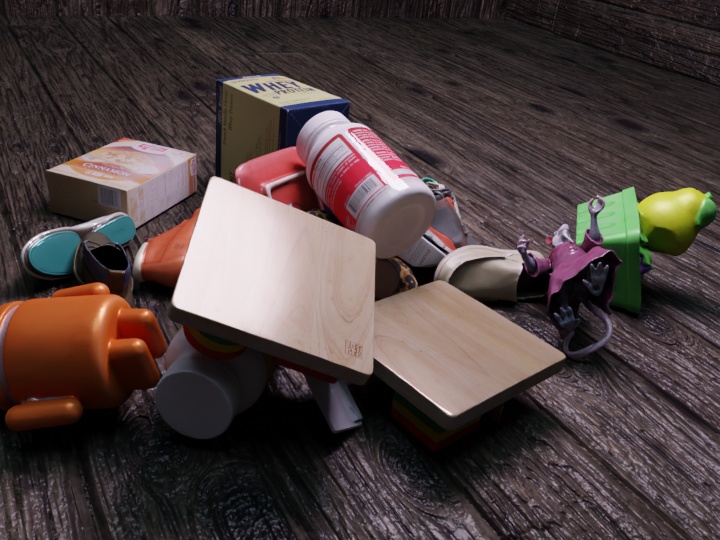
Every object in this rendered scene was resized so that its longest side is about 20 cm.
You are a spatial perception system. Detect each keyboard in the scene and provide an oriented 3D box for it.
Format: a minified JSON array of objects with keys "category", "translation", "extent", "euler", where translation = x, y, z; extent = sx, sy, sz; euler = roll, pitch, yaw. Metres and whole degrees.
[{"category":"keyboard","translation":[-0.058,0.084,0.805],"extent":[0.056,0.011,0.201],"euler":[-2,57,-53]}]

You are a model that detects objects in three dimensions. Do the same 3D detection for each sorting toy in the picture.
[{"category":"sorting toy","translation":[0.093,0.106,0.844],"extent":[0.197,0.070,0.199],"euler":[-16,36,-39]},{"category":"sorting toy","translation":[-0.088,0.021,0.754],"extent":[0.197,0.070,0.201],"euler":[21,39,-16]}]

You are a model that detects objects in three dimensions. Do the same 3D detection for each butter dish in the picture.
[{"category":"butter dish","translation":[-0.139,-0.051,1.016],"extent":[0.146,0.202,0.199],"euler":[-10,13,26]}]

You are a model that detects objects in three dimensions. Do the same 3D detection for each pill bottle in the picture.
[{"category":"pill bottle","translation":[0.000,-0.119,0.957],"extent":[0.111,0.113,0.200],"euler":[-14,50,-34]},{"category":"pill bottle","translation":[-0.145,0.086,0.798],"extent":[0.110,0.112,0.200],"euler":[10,29,7]}]

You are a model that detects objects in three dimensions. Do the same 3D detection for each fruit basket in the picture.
[{"category":"fruit basket","translation":[0.430,-0.045,1.113],"extent":[0.213,0.157,0.216],"euler":[-8,24,4]}]

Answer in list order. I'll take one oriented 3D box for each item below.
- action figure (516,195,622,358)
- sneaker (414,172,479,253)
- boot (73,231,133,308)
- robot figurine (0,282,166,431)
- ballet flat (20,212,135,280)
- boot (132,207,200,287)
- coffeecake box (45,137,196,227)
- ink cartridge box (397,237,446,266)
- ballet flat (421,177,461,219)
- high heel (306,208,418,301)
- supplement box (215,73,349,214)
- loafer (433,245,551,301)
[{"category":"action figure","translation":[0.298,-0.002,1.000],"extent":[0.133,0.150,0.200],"euler":[-23,18,13]},{"category":"sneaker","translation":[0.130,-0.080,1.120],"extent":[0.199,0.082,0.077],"euler":[32,5,-29]},{"category":"boot","translation":[-0.318,-0.012,0.928],"extent":[0.074,0.098,0.201],"euler":[-1,38,-30]},{"category":"robot figurine","translation":[-0.304,0.084,0.750],"extent":[0.197,0.146,0.117],"euler":[-4,-6,3]},{"category":"ballet flat","translation":[-0.403,-0.034,1.029],"extent":[0.069,0.070,0.200],"euler":[18,26,21]},{"category":"boot","translation":[-0.260,-0.040,1.055],"extent":[0.106,0.076,0.201],"euler":[0,27,2]},{"category":"coffeecake box","translation":[-0.389,-0.148,1.219],"extent":[0.152,0.074,0.200],"euler":[14,28,15]},{"category":"ink cartridge box","translation":[0.061,-0.046,1.102],"extent":[0.200,0.057,0.162],"euler":[39,2,-41]},{"category":"ballet flat","translation":[0.132,-0.107,1.257],"extent":[0.067,0.071,0.201],"euler":[-1,29,-14]},{"category":"high heel","translation":[0.000,0.000,0.965],"extent":[0.200,0.072,0.142],"euler":[47,16,16]},{"category":"supplement box","translation":[-0.139,-0.211,1.253],"extent":[0.133,0.202,0.199],"euler":[-18,36,-40]},{"category":"loafer","translation":[0.199,0.007,1.056],"extent":[0.198,0.077,0.068],"euler":[-6,25,-24]}]
